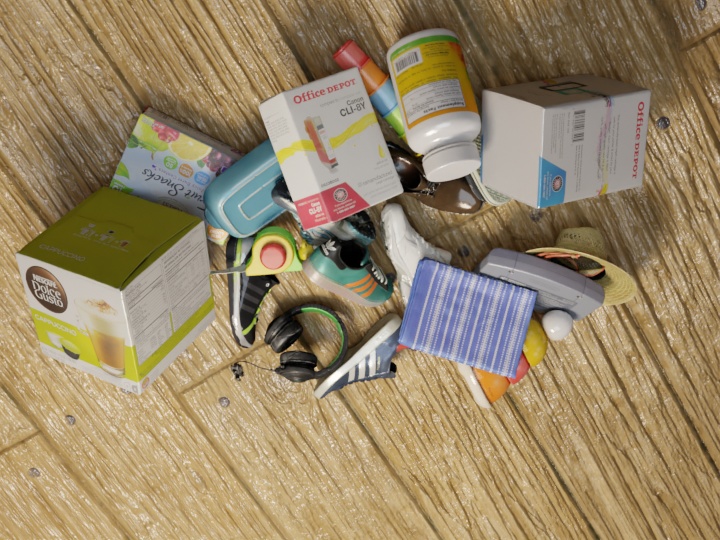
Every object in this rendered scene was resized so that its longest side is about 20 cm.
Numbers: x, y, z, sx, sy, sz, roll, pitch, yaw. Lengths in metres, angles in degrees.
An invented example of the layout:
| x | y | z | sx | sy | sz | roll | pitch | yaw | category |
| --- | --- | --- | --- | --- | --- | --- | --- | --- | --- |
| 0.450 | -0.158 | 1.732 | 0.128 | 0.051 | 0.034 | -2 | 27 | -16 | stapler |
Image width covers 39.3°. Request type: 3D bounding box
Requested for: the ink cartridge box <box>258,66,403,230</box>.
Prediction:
| x | y | z | sx | sy | sz | roll | pitch | yaw | category |
| --- | --- | --- | --- | --- | --- | --- | --- | --- | --- |
| -0.044 | -0.180 | 1.484 | 0.145 | 0.083 | 0.201 | -25 | 97 | -31 | ink cartridge box |

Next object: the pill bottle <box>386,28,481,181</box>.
| x | y | z | sx | sy | sz | roll | pitch | yaw | category |
| --- | --- | --- | --- | --- | --- | --- | --- | --- | --- |
| 0.112 | -0.238 | 1.469 | 0.110 | 0.111 | 0.201 | -15 | 78 | 6 | pill bottle |

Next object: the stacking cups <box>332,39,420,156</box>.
| x | y | z | sx | sy | sz | roll | pitch | yaw | category |
| --- | --- | --- | --- | --- | --- | --- | --- | --- | --- |
| 0.038 | -0.263 | 1.530 | 0.060 | 0.061 | 0.200 | -41 | 106 | 15 | stacking cups |

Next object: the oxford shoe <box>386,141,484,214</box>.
| x | y | z | sx | sy | sz | roll | pitch | yaw | category |
| --- | --- | --- | --- | --- | --- | --- | --- | --- | --- |
| 0.104 | -0.131 | 1.574 | 0.199 | 0.085 | 0.073 | 21 | 109 | -10 | oxford shoe |

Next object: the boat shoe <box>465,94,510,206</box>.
| x | y | z | sx | sy | sz | roll | pitch | yaw | category |
| --- | --- | --- | --- | --- | --- | --- | --- | --- | --- |
| 0.173 | -0.191 | 1.558 | 0.074 | 0.062 | 0.201 | -28 | 95 | -14 | boat shoe |

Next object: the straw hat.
| x | y | z | sx | sy | sz | roll | pitch | yaw | category |
| --- | --- | --- | --- | --- | --- | --- | --- | --- | --- |
| 0.352 | -0.025 | 1.612 | 0.200 | 0.201 | 0.086 | 20 | 68 | -8 | straw hat |

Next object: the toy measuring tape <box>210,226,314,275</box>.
| x | y | z | sx | sy | sz | roll | pitch | yaw | category |
| --- | --- | --- | --- | --- | --- | --- | --- | --- | --- |
| -0.171 | -0.030 | 1.574 | 0.198 | 0.074 | 0.074 | -4 | 112 | 4 | toy measuring tape |

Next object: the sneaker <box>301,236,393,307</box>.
| x | y | z | sx | sy | sz | roll | pitch | yaw | category |
| --- | --- | --- | --- | --- | --- | --- | --- | --- | --- |
| 0.000 | 0.000 | 1.589 | 0.080 | 0.072 | 0.199 | -43 | 145 | 22 | sneaker |

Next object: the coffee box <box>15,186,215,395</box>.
| x | y | z | sx | sy | sz | roll | pitch | yaw | category |
| --- | --- | --- | --- | --- | --- | --- | --- | --- | --- |
| -0.360 | 0.024 | 1.516 | 0.199 | 0.200 | 0.199 | 17 | 131 | 23 | coffee box |

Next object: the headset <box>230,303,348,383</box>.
| x | y | z | sx | sy | sz | roll | pitch | yaw | category |
| --- | --- | --- | --- | --- | --- | --- | --- | --- | --- |
| -0.117 | 0.128 | 1.650 | 0.199 | 0.094 | 0.124 | -24 | 75 | -6 | headset |

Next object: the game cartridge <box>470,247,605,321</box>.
| x | y | z | sx | sy | sz | roll | pitch | yaw | category |
| --- | --- | --- | --- | --- | --- | --- | --- | --- | --- |
| 0.282 | 0.023 | 1.616 | 0.199 | 0.133 | 0.041 | 20 | 72 | -6 | game cartridge |

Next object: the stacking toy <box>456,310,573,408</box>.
| x | y | z | sx | sy | sz | roll | pitch | yaw | category |
| --- | --- | --- | --- | --- | --- | --- | --- | --- | --- |
| 0.255 | 0.124 | 1.647 | 0.199 | 0.146 | 0.147 | -25 | 110 | 7 | stacking toy |

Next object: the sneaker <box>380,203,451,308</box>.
| x | y | z | sx | sy | sz | roll | pitch | yaw | category |
| --- | --- | --- | --- | --- | --- | --- | --- | --- | --- |
| 0.094 | -0.028 | 1.629 | 0.099 | 0.078 | 0.201 | -20 | 119 | -1 | sneaker |

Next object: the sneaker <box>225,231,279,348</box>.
| x | y | z | sx | sy | sz | roll | pitch | yaw | category |
| --- | --- | --- | --- | --- | --- | --- | --- | --- | --- |
| -0.172 | 0.036 | 1.648 | 0.082 | 0.072 | 0.201 | -2 | 112 | 0 | sneaker |

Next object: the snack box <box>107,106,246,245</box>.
| x | y | z | sx | sy | sz | roll | pitch | yaw | category |
| --- | --- | --- | --- | --- | --- | --- | --- | --- | --- |
| -0.275 | -0.147 | 1.583 | 0.199 | 0.053 | 0.143 | 25 | 112 | -10 | snack box |

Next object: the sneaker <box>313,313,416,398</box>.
| x | y | z | sx | sy | sz | roll | pitch | yaw | category |
| --- | --- | --- | --- | --- | --- | --- | --- | --- | --- |
| 0.011 | 0.165 | 1.698 | 0.200 | 0.075 | 0.085 | -40 | 102 | 15 | sneaker |

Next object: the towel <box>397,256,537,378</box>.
| x | y | z | sx | sy | sz | roll | pitch | yaw | category |
| --- | --- | --- | --- | --- | --- | --- | --- | --- | --- |
| 0.168 | 0.073 | 1.582 | 0.199 | 0.024 | 0.146 | 17 | 83 | -3 | towel |

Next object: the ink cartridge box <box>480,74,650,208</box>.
| x | y | z | sx | sy | sz | roll | pitch | yaw | category |
| --- | --- | --- | --- | --- | --- | --- | --- | --- | --- |
| 0.298 | -0.194 | 1.474 | 0.199 | 0.146 | 0.148 | -13 | 115 | -27 | ink cartridge box |

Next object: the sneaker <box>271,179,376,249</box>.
| x | y | z | sx | sy | sz | roll | pitch | yaw | category |
| --- | --- | --- | --- | --- | --- | --- | --- | --- | --- |
| -0.069 | -0.071 | 1.575 | 0.199 | 0.078 | 0.086 | 27 | 125 | -37 | sneaker |

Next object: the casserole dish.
| x | y | z | sx | sy | sz | roll | pitch | yaw | category |
| --- | --- | --- | --- | --- | --- | --- | --- | --- | --- |
| -0.149 | -0.125 | 1.557 | 0.200 | 0.039 | 0.121 | -37 | 136 | -5 | casserole dish |
